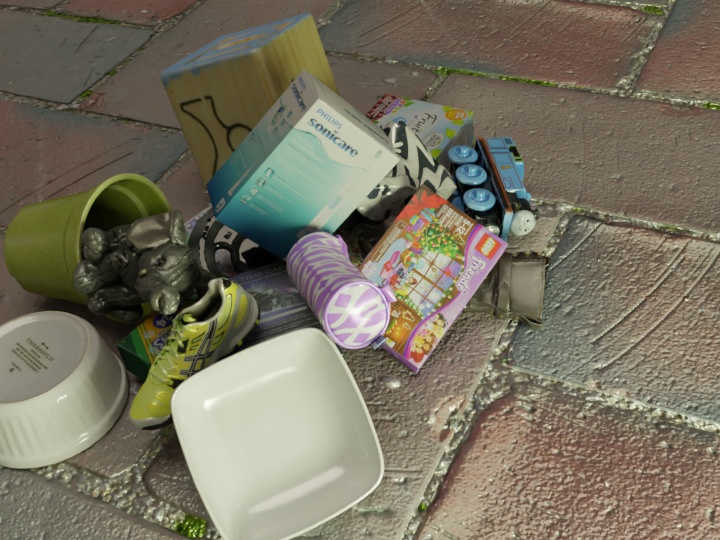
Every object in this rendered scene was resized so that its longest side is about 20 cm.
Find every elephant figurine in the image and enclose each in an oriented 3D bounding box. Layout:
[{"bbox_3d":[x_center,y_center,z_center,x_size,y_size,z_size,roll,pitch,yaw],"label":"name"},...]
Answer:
[{"bbox_3d":[-0.245,-0.001,1.126,0.198,0.141,0.157,-5,69,35],"label":"elephant figurine"}]

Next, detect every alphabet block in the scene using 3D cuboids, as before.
[{"bbox_3d":[-0.157,-0.259,1.413,0.194,0.202,0.197,-4,28,31],"label":"alphabet block"}]

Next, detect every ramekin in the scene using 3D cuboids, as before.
[{"bbox_3d":[-0.400,0.138,1.135,0.200,0.095,0.203,-5,41,5],"label":"ramekin"}]

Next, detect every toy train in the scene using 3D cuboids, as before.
[{"bbox_3d":[0.191,-0.118,1.332,0.113,0.087,0.201,-4,42,-7],"label":"toy train"}]

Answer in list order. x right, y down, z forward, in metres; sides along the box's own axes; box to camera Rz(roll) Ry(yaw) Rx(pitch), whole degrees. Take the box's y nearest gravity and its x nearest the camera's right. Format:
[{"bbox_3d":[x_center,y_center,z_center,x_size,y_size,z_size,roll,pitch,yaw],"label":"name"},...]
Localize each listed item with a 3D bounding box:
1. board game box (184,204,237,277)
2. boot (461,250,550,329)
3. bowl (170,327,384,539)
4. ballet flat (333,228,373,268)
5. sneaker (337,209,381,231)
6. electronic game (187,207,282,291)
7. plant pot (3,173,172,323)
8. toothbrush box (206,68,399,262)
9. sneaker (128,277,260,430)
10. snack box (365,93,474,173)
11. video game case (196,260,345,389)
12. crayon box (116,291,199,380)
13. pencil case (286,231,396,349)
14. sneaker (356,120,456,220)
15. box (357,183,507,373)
[{"bbox_3d":[-0.172,-0.068,1.369,0.199,0.026,0.200,20,45,31],"label":"board game box"},{"bbox_3d":[0.166,-0.013,1.219,0.172,0.069,0.202,-1,65,7],"label":"boot"},{"bbox_3d":[-0.091,0.182,0.994,0.198,0.075,0.202,-23,86,-14],"label":"bowl"},{"bbox_3d":[0.000,0.000,1.242,0.063,0.076,0.201,-8,42,-12],"label":"ballet flat"},{"bbox_3d":[-0.006,-0.106,1.305,0.075,0.080,0.200,16,12,12],"label":"sneaker"},{"bbox_3d":[-0.139,-0.021,1.247,0.198,0.042,0.202,3,60,-5],"label":"electronic game"},{"bbox_3d":[-0.387,-0.031,1.274,0.183,0.202,0.201,1,40,29],"label":"plant pot"},{"bbox_3d":[-0.074,-0.123,1.141,0.200,0.146,0.086,-46,38,18],"label":"toothbrush box"},{"bbox_3d":[-0.203,0.091,1.048,0.075,0.077,0.201,19,65,40],"label":"sneaker"},{"bbox_3d":[0.067,-0.192,1.451,0.167,0.068,0.200,17,49,26],"label":"snack box"},{"bbox_3d":[-0.116,0.064,1.123,0.141,0.019,0.201,-16,40,-11],"label":"video game case"},{"bbox_3d":[-0.190,0.107,1.139,0.199,0.052,0.126,23,50,31],"label":"crayon box"},{"bbox_3d":[-0.027,0.016,1.052,0.085,0.084,0.200,-42,28,-1],"label":"pencil case"},{"bbox_3d":[0.037,-0.147,1.265,0.198,0.080,0.130,-13,64,-42],"label":"sneaker"},{"bbox_3d":[0.075,0.008,1.152,0.136,0.039,0.201,35,76,9],"label":"box"}]
